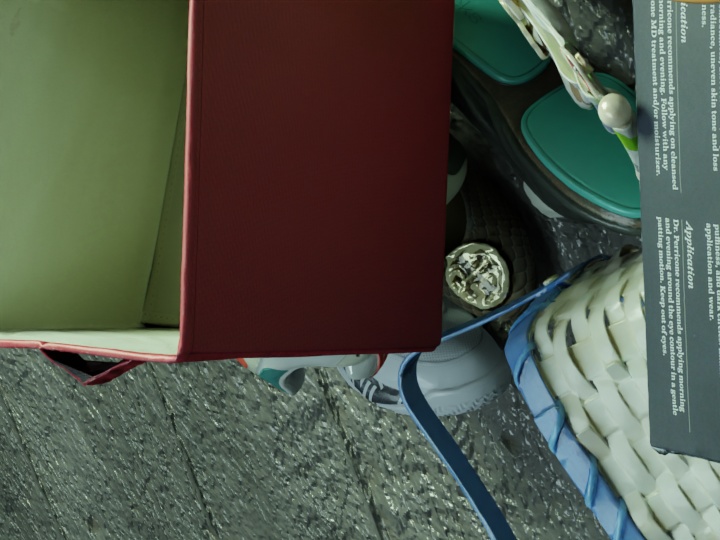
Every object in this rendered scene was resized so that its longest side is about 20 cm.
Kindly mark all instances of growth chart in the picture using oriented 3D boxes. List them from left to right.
[{"bbox_3d":[0.063,-0.114,0.980,0.200,0.018,0.145,50,-176,22],"label":"growth chart"}]

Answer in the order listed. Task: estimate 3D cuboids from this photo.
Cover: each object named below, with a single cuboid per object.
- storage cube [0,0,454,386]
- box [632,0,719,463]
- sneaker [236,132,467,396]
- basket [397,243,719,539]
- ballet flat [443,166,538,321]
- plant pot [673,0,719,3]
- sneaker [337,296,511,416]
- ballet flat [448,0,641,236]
[{"bbox_3d":[-0.077,-0.050,1.056,0.170,0.179,0.202,3,92,40],"label":"storage cube"},{"bbox_3d":[0.199,-0.024,0.851,0.182,0.103,0.202,12,108,55],"label":"box"},{"bbox_3d":[0.000,0.000,1.182,0.093,0.070,0.199,47,130,-14],"label":"sneaker"},{"bbox_3d":[0.129,0.079,1.058,0.199,0.139,0.177,-31,91,31],"label":"basket"},{"bbox_3d":[0.018,-0.053,1.200,0.067,0.046,0.200,-44,76,30],"label":"ballet flat"},{"bbox_3d":[0.135,-0.211,0.796,0.200,0.140,0.201,37,144,33],"label":"plant pot"},{"bbox_3d":[0.001,-0.006,1.255,0.200,0.075,0.116,35,146,40],"label":"sneaker"},{"bbox_3d":[0.087,-0.072,1.085,0.200,0.068,0.069,51,161,33],"label":"ballet flat"}]
